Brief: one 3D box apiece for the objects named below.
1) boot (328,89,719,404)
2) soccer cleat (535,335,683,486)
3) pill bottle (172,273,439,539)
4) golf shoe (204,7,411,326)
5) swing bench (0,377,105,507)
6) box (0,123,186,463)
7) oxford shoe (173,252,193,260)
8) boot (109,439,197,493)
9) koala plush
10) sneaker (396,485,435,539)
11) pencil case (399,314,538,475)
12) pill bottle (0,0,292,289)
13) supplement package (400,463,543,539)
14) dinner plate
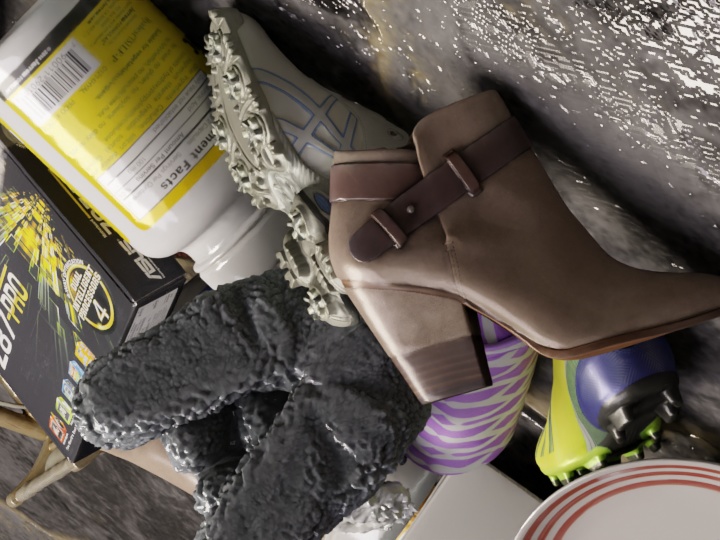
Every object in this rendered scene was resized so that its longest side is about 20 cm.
[{"bbox_3d":[0.084,-0.021,1.519,0.070,0.199,0.147,97,158,-85],"label":"boot"},{"bbox_3d":[0.134,0.066,1.667,0.200,0.065,0.084,112,136,-71],"label":"soccer cleat"},{"bbox_3d":[-0.049,0.098,1.911,0.200,0.114,0.114,36,157,10],"label":"pill bottle"},{"bbox_3d":[-0.018,-0.065,1.619,0.200,0.097,0.078,62,159,20],"label":"golf shoe"},{"bbox_3d":[-0.268,0.059,2.164,0.200,0.130,0.199,38,157,-10],"label":"swing bench"},{"bbox_3d":[-0.193,0.007,1.851,0.161,0.049,0.200,51,147,16],"label":"box"},{"bbox_3d":[-0.116,-0.041,1.841,0.200,0.071,0.075,23,171,44],"label":"oxford shoe"},{"bbox_3d":[-0.102,0.135,2.016,0.146,0.070,0.200,48,-157,19],"label":"boot"},{"bbox_3d":[-0.036,0.091,1.694,0.177,0.184,0.200,51,180,14],"label":"koala plush"},{"bbox_3d":[0.051,0.224,2.040,0.088,0.075,0.200,36,158,8],"label":"sneaker"},{"bbox_3d":[0.059,0.047,1.704,0.086,0.084,0.200,58,162,20],"label":"pencil case"},{"bbox_3d":[-0.120,-0.078,1.700,0.200,0.111,0.111,44,157,-10],"label":"pill bottle"},{"bbox_3d":[0.117,0.222,1.846,0.200,0.120,0.121,34,174,12],"label":"supplement package"},{"bbox_3d":[0.184,0.182,1.714,0.199,0.024,0.201,4,125,6],"label":"dinner plate"}]
